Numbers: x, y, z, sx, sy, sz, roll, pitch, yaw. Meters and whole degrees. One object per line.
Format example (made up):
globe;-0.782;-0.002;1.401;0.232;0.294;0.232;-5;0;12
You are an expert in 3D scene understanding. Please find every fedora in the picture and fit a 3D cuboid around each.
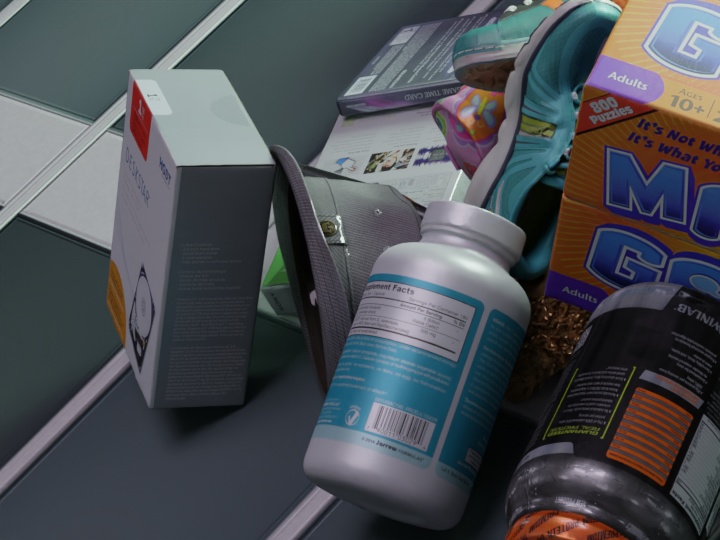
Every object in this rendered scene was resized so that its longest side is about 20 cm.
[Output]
fedora;0.000;0.000;1.739;0.090;0.178;0.201;-11;44;-7

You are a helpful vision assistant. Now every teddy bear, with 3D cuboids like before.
teddy bear;0.136;0.031;1.688;0.199;0.067;0.145;-13;32;35

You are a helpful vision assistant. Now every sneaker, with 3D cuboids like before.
sneaker;0.136;-0.086;1.662;0.080;0.077;0.201;52;129;56
sneaker;0.152;-0.179;1.719;0.199;0.071;0.080;-12;73;-12

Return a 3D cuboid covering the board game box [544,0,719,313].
board game box;0.250;-0.081;1.549;0.199;0.201;0.201;20;53;12

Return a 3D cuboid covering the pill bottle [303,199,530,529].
pill bottle;0.044;0.059;1.613;0.110;0.111;0.201;9;73;43

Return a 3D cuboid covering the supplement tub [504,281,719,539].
supplement tub;0.164;0.115;1.498;0.122;0.123;0.201;-1;44;36

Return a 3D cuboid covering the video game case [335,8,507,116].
video game case;0.094;-0.174;1.972;0.199;0.019;0.143;-6;26;29

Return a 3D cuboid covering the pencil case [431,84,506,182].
pencil case;0.152;-0.133;1.783;0.199;0.088;0.087;-33;34;-10

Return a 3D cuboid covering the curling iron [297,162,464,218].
curling iron;0.032;-0.050;1.821;0.199;0.026;0.050;13;41;30

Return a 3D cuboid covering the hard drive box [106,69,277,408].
hard drive box;-0.127;-0.025;1.815;0.076;0.201;0.156;-1;29;-19

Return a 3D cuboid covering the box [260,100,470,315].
box;0.020;-0.052;1.892;0.143;0.036;0.201;-6;40;30
